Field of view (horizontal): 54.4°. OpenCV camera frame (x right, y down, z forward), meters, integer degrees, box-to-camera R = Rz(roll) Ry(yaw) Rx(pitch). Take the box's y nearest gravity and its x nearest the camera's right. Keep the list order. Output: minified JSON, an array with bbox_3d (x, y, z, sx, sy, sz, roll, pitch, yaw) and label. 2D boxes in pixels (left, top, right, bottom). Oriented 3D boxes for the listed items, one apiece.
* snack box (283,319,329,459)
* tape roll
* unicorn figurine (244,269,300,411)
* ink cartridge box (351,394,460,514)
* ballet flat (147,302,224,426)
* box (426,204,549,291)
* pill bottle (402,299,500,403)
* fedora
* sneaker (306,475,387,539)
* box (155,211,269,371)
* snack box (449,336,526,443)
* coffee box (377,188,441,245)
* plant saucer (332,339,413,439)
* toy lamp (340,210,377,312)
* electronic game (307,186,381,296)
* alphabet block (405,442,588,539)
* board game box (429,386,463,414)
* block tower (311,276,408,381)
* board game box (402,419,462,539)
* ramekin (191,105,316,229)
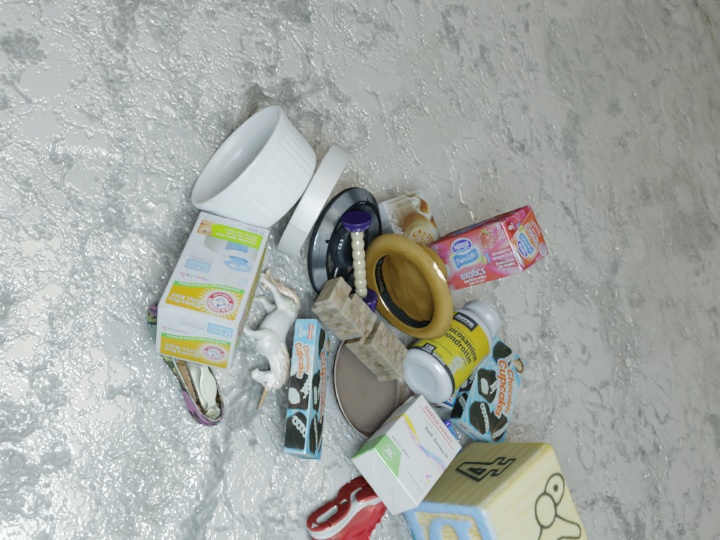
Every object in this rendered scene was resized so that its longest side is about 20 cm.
[{"bbox_3d":[-0.082,0.189,1.104,0.037,0.116,0.202,1,71,9],"label":"snack box"},{"bbox_3d":[-0.076,-0.112,1.142,0.037,0.203,0.204,29,59,-4],"label":"tape roll"},{"bbox_3d":[-0.148,0.096,1.108,0.137,0.074,0.201,41,59,-17],"label":"unicorn figurine"},{"bbox_3d":[0.089,0.292,1.169,0.117,0.067,0.200,52,42,1],"label":"ink cartridge box"},{"bbox_3d":[-0.246,0.134,1.024,0.069,0.071,0.201,-25,92,-36],"label":"ballet flat"},{"bbox_3d":[0.216,-0.034,1.239,0.099,0.199,0.096,-28,96,-41],"label":"box"},{"bbox_3d":[0.169,0.139,1.272,0.200,0.112,0.113,-39,101,-36],"label":"pill bottle"},{"bbox_3d":[0.095,0.019,1.204,0.082,0.200,0.202,-34,98,-39],"label":"fedora"},{"bbox_3d":[-0.003,0.418,1.145,0.199,0.078,0.117,-18,105,-39],"label":"sneaker"},{"bbox_3d":[-0.208,0.027,1.002,0.112,0.102,0.201,15,43,-4],"label":"box"},{"bbox_3d":[0.249,0.231,1.350,0.116,0.037,0.201,40,56,-22],"label":"snack box"},{"bbox_3d":[0.094,-0.039,1.327,0.114,0.079,0.201,-23,92,-39],"label":"coffee box"},{"bbox_3d":[0.018,0.195,1.218,0.199,0.032,0.202,20,62,-43],"label":"plant saucer"},{"bbox_3d":[0.000,0.000,1.177,0.058,0.058,0.201,-32,133,-39],"label":"toy lamp"},{"bbox_3d":[-0.024,-0.044,1.209,0.200,0.041,0.202,-34,133,-46],"label":"electronic game"},{"bbox_3d":[0.224,0.419,1.166,0.199,0.196,0.197,-24,96,-39],"label":"alphabet block"},{"bbox_3d":[0.214,0.228,1.372,0.199,0.035,0.127,27,62,-29],"label":"board game box"},{"bbox_3d":[0.002,0.100,1.171,0.200,0.054,0.058,50,47,-24],"label":"block tower"},{"bbox_3d":[0.137,0.394,1.260,0.152,0.045,0.201,-26,95,-39],"label":"board game box"},{"bbox_3d":[-0.161,-0.150,1.094,0.098,0.200,0.202,41,56,-29],"label":"ramekin"}]
